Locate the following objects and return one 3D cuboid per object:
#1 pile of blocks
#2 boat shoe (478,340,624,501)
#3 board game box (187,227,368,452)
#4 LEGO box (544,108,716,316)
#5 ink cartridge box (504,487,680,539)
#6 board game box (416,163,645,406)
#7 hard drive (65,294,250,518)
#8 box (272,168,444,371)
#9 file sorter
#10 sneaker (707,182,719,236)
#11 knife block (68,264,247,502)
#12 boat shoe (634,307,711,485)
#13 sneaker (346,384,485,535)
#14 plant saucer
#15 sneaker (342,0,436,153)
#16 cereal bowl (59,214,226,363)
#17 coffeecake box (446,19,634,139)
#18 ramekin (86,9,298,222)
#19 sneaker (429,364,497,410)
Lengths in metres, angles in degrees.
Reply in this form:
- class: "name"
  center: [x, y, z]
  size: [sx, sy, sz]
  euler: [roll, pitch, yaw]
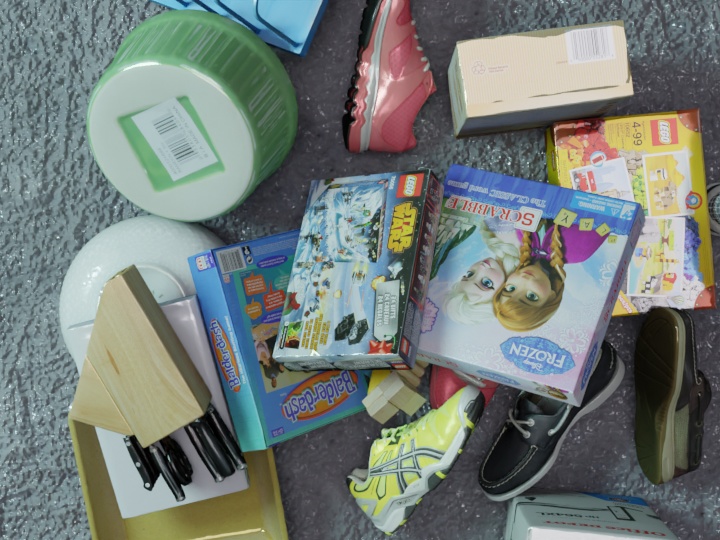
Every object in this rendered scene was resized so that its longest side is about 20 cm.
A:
- class: "pile of blocks"
  center: [0.045, 0.065, 1.276]
  size: [0.082, 0.062, 0.200]
  euler: [3, 66, 36]
- class: "boat shoe"
  center: [0.183, 0.145, 1.273]
  size: [0.200, 0.076, 0.060]
  euler: [-50, 129, -8]
- class: "board game box"
  center: [-0.078, 0.064, 1.255]
  size: [0.045, 0.152, 0.200]
  euler: [-17, 89, 46]
- class: "LEGO box"
  center: [0.273, -0.055, 1.273]
  size: [0.149, 0.077, 0.200]
  euler: [-5, 90, 2]
- class: "ink cartridge box"
  center: [0.221, 0.274, 1.214]
  size: [0.146, 0.200, 0.084]
  euler: [5, 90, 1]
- class: "board game box"
  center: [0.146, 0.009, 1.197]
  size: [0.200, 0.041, 0.200]
  euler: [14, 71, 25]
- class: "hard drive"
  center: [-0.199, 0.136, 1.239]
  size: [0.132, 0.025, 0.200]
  euler: [-14, 100, 2]
- class: "box"
  center: [0.000, 0.000, 1.215]
  size: [0.137, 0.040, 0.200]
  euler: [-3, 61, 29]
- class: "file sorter"
  center: [-0.134, -0.321, 1.231]
  size: [0.200, 0.123, 0.139]
  euler: [24, 91, 23]
- class: "sneaker"
  center: [0.447, -0.056, 1.268]
  size: [0.200, 0.081, 0.076]
  euler: [-1, 89, 0]
- class: "knife block"
  center: [-0.178, 0.113, 1.190]
  size: [0.175, 0.064, 0.200]
  euler: [16, 99, -3]
- class: "boat shoe"
  center: [0.319, 0.123, 1.261]
  size: [0.066, 0.072, 0.201]
  euler: [-11, 117, -17]
- class: "sneaker"
  center: [0.052, 0.183, 1.251]
  size: [0.076, 0.075, 0.200]
  euler: [38, 119, 5]
- class: "plant saucer"
  center: [-0.184, 0.216, 1.291]
  size: [0.200, 0.048, 0.200]
  euler: [-9, 99, 1]
- class: "sneaker"
  center: [0.039, -0.215, 1.282]
  size: [0.087, 0.074, 0.200]
  euler: [9, 107, -11]
- class: "cereal bowl"
  center: [-0.216, 0.039, 1.285]
  size: [0.200, 0.083, 0.200]
  euler: [0, 89, 2]
- class: "coffeecake box"
  center: [0.167, -0.181, 1.214]
  size: [0.153, 0.200, 0.073]
  euler: [-8, 90, 1]
- class: "ramekin"
  center: [-0.170, -0.145, 1.228]
  size: [0.200, 0.098, 0.200]
  euler: [8, 124, 12]
- class: "sneaker"
  center: [0.127, 0.068, 1.265]
  size: [0.074, 0.087, 0.200]
  euler: [28, 91, 2]
